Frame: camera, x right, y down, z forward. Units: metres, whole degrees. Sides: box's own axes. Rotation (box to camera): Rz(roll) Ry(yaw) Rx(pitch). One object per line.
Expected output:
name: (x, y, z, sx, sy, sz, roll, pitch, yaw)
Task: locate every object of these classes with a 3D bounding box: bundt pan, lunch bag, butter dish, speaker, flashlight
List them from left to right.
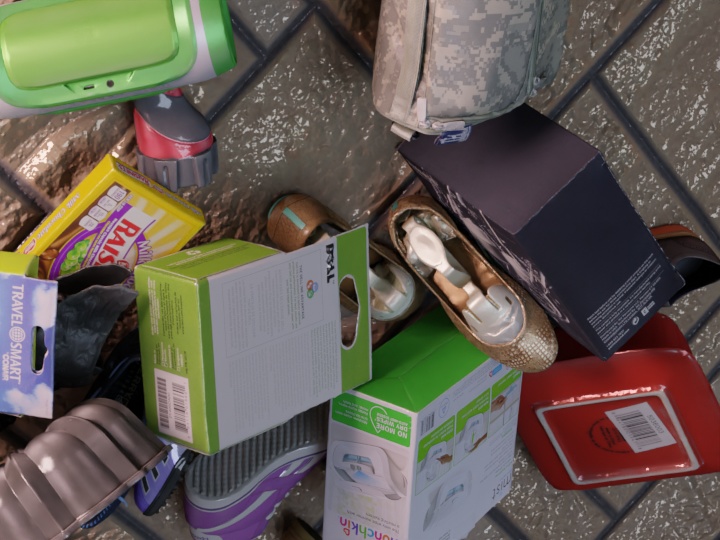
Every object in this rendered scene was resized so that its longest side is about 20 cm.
bundt pan: (-0.247, 0.170, 1.501, 0.202, 0.202, 0.076, -36, 92, -11)
speaker: (-0.196, -0.169, 1.450, 0.199, 0.089, 0.089, -11, 122, 1)
flashlight: (-0.152, -0.164, 1.533, 0.068, 0.068, 0.201, -26, 125, -38)
lunch bag: (0.082, -0.219, 1.570, 0.168, 0.139, 0.201, -32, 136, -51)
butter dish: (0.252, 0.105, 1.878, 0.199, 0.148, 0.200, -10, 136, 23)

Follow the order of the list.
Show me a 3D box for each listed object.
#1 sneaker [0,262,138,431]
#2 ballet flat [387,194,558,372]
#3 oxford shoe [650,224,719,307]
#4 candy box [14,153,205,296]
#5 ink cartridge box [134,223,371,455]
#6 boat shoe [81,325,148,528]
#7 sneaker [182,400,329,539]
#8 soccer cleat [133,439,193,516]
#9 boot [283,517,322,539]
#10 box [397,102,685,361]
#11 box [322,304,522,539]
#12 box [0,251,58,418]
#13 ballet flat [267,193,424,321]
sneaker: (-0.253, 0.078, 1.554, 0.104, 0.060, 0.200, 9, 122, -20)
ballet flat: (0.092, 0.015, 1.701, 0.071, 0.200, 0.065, -48, 169, 11)
oxford shoe: (0.261, 0.005, 1.868, 0.199, 0.073, 0.071, -17, 122, -24)
candy box: (-0.227, 0.001, 1.559, 0.200, 0.026, 0.102, -44, 133, 18)
ink cartridge box: (-0.083, 0.047, 1.595, 0.200, 0.076, 0.149, -20, 115, -45)
boat shoe: (-0.216, 0.134, 1.621, 0.084, 0.069, 0.201, 20, 113, 2)
sneaker: (-0.078, 0.178, 1.761, 0.200, 0.073, 0.115, -28, 145, -24)
soccer cleat: (-0.169, 0.119, 1.675, 0.073, 0.068, 0.201, 19, 112, -8)
boot: (-0.084, 0.351, 1.834, 0.200, 0.066, 0.175, -41, 127, -7)
box: (0.156, -0.048, 1.697, 0.104, 0.200, 0.182, -43, 128, -6)
box: (0.061, 0.153, 1.754, 0.200, 0.096, 0.177, -33, 134, -50)
box: (-0.326, 0.041, 1.477, 0.199, 0.048, 0.123, 7, 114, 2)
ballet flat: (0.000, 0.000, 1.705, 0.068, 0.072, 0.200, -51, 129, -1)
